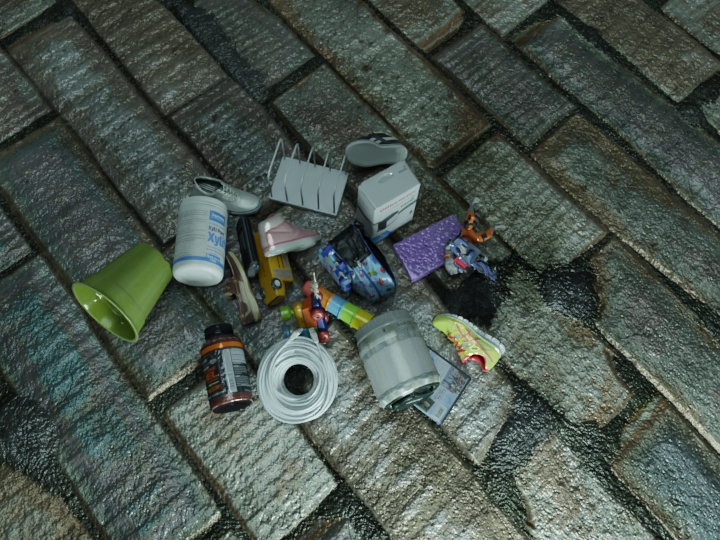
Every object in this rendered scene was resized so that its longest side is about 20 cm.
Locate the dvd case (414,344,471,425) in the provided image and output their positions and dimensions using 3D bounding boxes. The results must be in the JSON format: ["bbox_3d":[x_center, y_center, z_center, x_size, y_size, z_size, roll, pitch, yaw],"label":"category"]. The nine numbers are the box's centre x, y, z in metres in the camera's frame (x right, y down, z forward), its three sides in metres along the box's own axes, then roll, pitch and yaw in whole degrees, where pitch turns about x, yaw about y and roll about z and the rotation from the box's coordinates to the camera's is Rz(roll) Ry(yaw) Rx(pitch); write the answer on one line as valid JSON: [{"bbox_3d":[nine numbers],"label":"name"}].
[{"bbox_3d":[0.159,0.267,1.609,0.198,0.018,0.143,35,70,12],"label":"dvd case"}]

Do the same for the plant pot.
[{"bbox_3d":[-0.568,0.037,1.596,0.198,0.201,0.191,30,58,10],"label":"plant pot"}]

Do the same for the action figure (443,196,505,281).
[{"bbox_3d":[0.294,-0.063,1.700,0.194,0.200,0.104,-51,33,-5],"label":"action figure"}]

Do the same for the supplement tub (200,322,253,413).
[{"bbox_3d":[-0.327,0.233,1.555,0.105,0.107,0.204,-13,68,-8],"label":"supplement tub"}]

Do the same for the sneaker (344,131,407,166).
[{"bbox_3d":[0.032,-0.341,1.808,0.197,0.079,0.080,-3,41,-33],"label":"sneaker"}]

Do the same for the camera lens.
[{"bbox_3d":[0.088,0.217,1.530,0.157,0.161,0.203,-20,68,-10],"label":"camera lens"}]

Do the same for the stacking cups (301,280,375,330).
[{"bbox_3d":[-0.060,0.090,1.649,0.198,0.061,0.061,30,69,10],"label":"stacking cups"}]

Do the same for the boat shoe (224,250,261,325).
[{"bbox_3d":[-0.318,0.047,1.653,0.071,0.072,0.203,-21,76,-12],"label":"boat shoe"}]

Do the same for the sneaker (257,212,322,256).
[{"bbox_3d":[-0.184,-0.103,1.666,0.198,0.075,0.106,-14,79,-49],"label":"sneaker"}]

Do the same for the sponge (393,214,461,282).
[{"bbox_3d":[0.195,-0.061,1.740,0.197,0.030,0.113,-27,72,-13],"label":"sponge"}]

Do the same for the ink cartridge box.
[{"bbox_3d":[0.069,-0.173,1.688,0.143,0.201,0.084,-30,71,-14],"label":"ink cartridge box"}]

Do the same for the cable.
[{"bbox_3d":[-0.151,0.261,1.549,0.198,0.069,0.202,-32,85,-4],"label":"cable"}]

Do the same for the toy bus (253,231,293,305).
[{"bbox_3d":[-0.228,-0.013,1.671,0.077,0.065,0.204,4,60,-43],"label":"toy bus"}]

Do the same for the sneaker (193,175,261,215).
[{"bbox_3d":[-0.366,-0.203,1.752,0.196,0.071,0.074,13,67,3],"label":"sneaker"}]

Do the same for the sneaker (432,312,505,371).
[{"bbox_3d":[0.261,0.180,1.618,0.198,0.078,0.091,30,71,9],"label":"sneaker"}]

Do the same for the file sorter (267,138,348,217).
[{"bbox_3d":[-0.141,-0.256,1.756,0.196,0.125,0.141,15,68,3],"label":"file sorter"}]

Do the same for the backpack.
[{"bbox_3d":[0.000,0.000,1.634,0.134,0.183,0.201,-37,85,-8],"label":"backpack"}]

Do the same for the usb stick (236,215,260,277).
[{"bbox_3d":[-0.293,-0.064,1.674,0.032,0.056,0.202,13,37,-31],"label":"usb stick"}]

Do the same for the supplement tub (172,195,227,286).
[{"bbox_3d":[-0.412,-0.073,1.664,0.129,0.132,0.204,0,68,-2],"label":"supplement tub"}]

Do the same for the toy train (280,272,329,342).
[{"bbox_3d":[-0.146,0.092,1.580,0.113,0.203,0.085,-11,36,2],"label":"toy train"}]
